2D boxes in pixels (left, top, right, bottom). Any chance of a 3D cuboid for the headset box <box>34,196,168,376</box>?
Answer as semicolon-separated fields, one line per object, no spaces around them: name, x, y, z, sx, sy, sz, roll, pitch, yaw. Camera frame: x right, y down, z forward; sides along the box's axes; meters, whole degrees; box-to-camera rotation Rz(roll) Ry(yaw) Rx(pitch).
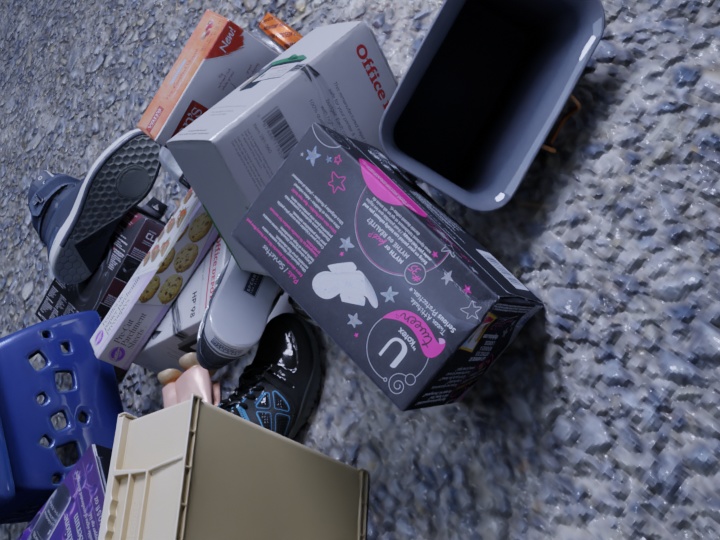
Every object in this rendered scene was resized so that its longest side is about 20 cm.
headset box;-0.293;0.002;1.341;0.149;0.077;0.201;28;88;53

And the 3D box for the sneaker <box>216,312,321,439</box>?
sneaker;-0.092;0.126;1.020;0.073;0.082;0.202;-16;55;43

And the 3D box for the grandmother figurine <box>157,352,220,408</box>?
grandmother figurine;-0.158;0.179;1.087;0.121;0.060;0.201;-41;43;34

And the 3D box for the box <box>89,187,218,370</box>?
box;-0.208;0.009;1.155;0.201;0.041;0.039;-54;37;8

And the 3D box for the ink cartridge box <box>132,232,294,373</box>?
ink cartridge box;-0.156;0.024;1.173;0.199;0.066;0.117;-26;48;37

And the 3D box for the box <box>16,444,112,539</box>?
box;-0.262;0.299;1.088;0.200;0.104;0.148;-51;39;12

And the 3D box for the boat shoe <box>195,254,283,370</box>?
boat shoe;-0.104;0.013;1.074;0.068;0.071;0.201;-45;19;46

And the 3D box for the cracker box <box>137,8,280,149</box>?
cracker box;-0.101;-0.146;1.110;0.135;0.199;0.058;-58;37;4

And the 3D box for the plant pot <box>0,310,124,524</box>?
plant pot;-0.381;0.169;1.196;0.199;0.179;0.202;-24;77;37

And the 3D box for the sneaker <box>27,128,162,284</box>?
sneaker;-0.317;-0.104;1.311;0.203;0.077;0.146;-53;41;11

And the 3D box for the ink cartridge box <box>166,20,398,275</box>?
ink cartridge box;-0.052;-0.113;1.017;0.200;0.147;0.084;-43;29;-28

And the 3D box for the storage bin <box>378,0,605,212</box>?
storage bin;0.104;-0.155;0.948;0.201;0.145;0.134;-61;10;0

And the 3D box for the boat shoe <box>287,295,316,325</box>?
boat shoe;0.000;-0.003;1.013;0.201;0.060;0.073;-21;52;41

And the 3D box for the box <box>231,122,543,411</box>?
box;0.021;0.000;0.868;0.200;0.132;0.115;45;104;20

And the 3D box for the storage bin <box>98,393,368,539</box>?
storage bin;-0.095;0.225;0.863;0.093;0.199;0.200;-22;51;36

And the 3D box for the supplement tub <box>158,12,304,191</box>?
supplement tub;-0.118;-0.168;1.209;0.201;0.122;0.123;-53;37;9
